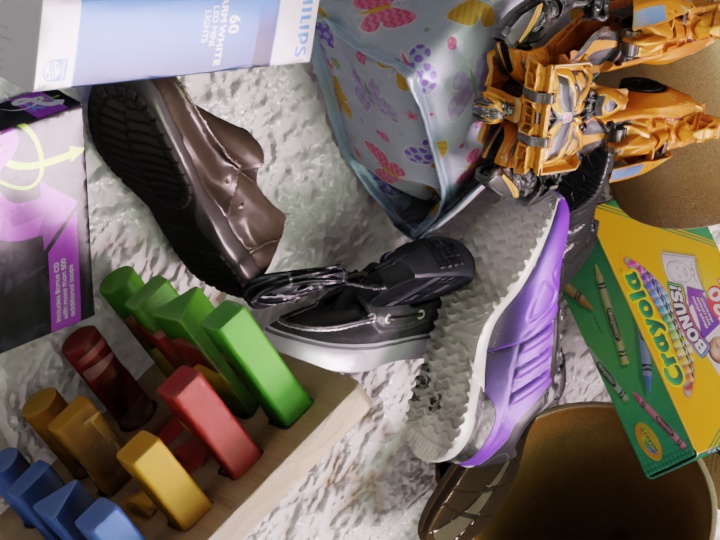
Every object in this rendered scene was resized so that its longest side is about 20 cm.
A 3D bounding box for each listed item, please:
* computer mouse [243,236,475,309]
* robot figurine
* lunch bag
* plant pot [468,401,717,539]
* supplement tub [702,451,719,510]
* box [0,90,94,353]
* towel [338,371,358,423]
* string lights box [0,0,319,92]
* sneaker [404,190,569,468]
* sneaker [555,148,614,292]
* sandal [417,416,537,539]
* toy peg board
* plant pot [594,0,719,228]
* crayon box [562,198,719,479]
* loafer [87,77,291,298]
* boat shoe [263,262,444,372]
[{"bbox_3d":[0.000,0.000,1.494,0.200,0.059,0.034,-3,70,-48],"label":"computer mouse"},{"bbox_3d":[0.151,-0.114,1.463,0.200,0.058,0.145,-16,121,-41],"label":"robot figurine"},{"bbox_3d":[0.071,-0.130,1.512,0.170,0.127,0.200,-43,148,-20],"label":"lunch bag"},{"bbox_3d":[0.182,0.232,1.809,0.186,0.186,0.200,-45,152,-20],"label":"plant pot"},{"bbox_3d":[0.322,0.130,1.862,0.145,0.200,0.145,-24,127,-37],"label":"supplement tub"},{"bbox_3d":[-0.241,-0.008,1.316,0.200,0.036,0.143,-23,127,-35],"label":"box"},{"bbox_3d":[-0.057,0.129,1.483,0.133,0.034,0.200,-45,179,13],"label":"towel"},{"bbox_3d":[-0.129,-0.148,1.302,0.200,0.103,0.059,-12,119,-43],"label":"string lights box"},{"bbox_3d":[0.105,0.042,1.589,0.099,0.070,0.200,18,96,-39],"label":"sneaker"},{"bbox_3d":[0.137,-0.037,1.644,0.104,0.060,0.200,-38,151,-64],"label":"sneaker"},{"bbox_3d":[0.087,0.118,1.727,0.200,0.055,0.082,-65,148,-19],"label":"sandal"},{"bbox_3d":[-0.135,0.093,1.378,0.199,0.200,0.098,-45,119,-18],"label":"toy peg board"},{"bbox_3d":[0.222,-0.165,1.619,0.186,0.186,0.200,-44,122,-21],"label":"plant pot"},{"bbox_3d":[0.227,0.042,1.732,0.119,0.058,0.200,-16,78,-41],"label":"crayon box"},{"bbox_3d":[-0.101,-0.067,1.414,0.071,0.073,0.200,-56,146,-23],"label":"loafer"},{"bbox_3d":[0.010,0.027,1.579,0.200,0.070,0.066,-3,105,-46],"label":"boat shoe"}]
